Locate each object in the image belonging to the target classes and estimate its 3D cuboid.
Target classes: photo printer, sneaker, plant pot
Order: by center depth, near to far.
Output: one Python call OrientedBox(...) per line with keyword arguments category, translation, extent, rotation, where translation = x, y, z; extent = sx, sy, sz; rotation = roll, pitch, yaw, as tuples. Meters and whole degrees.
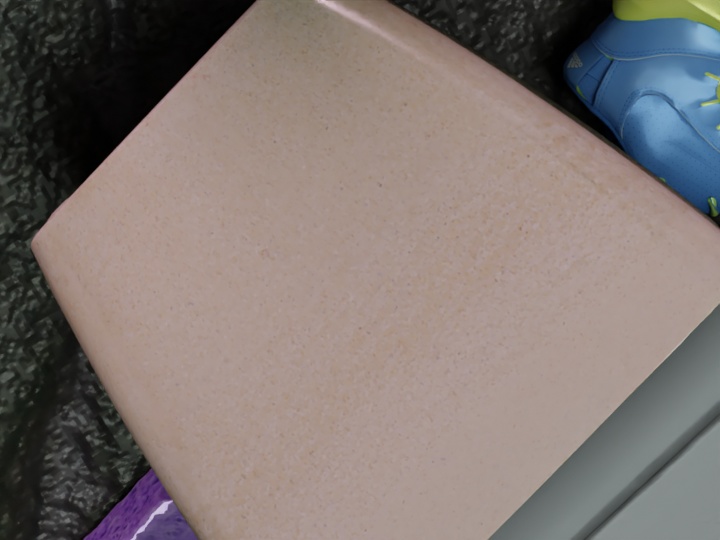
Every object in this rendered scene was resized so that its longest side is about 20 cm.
OrientedBox(category="plant pot", translation=(0.000, 0.000, 0.865), extent=(0.177, 0.200, 0.200), rotation=(44, 96, -1))
OrientedBox(category="sneaker", translation=(0.159, -0.051, 0.988), extent=(0.105, 0.076, 0.200), rotation=(-41, 116, 17))
OrientedBox(category="photo printer", translation=(0.139, 0.078, 0.997), extent=(0.166, 0.070, 0.200), rotation=(8, 134, -45))

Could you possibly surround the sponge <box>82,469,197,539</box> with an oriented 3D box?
OrientedBox(category="sponge", translation=(-0.111, 0.184, 1.023), extent=(0.200, 0.030, 0.112), rotation=(-46, 122, 5))
